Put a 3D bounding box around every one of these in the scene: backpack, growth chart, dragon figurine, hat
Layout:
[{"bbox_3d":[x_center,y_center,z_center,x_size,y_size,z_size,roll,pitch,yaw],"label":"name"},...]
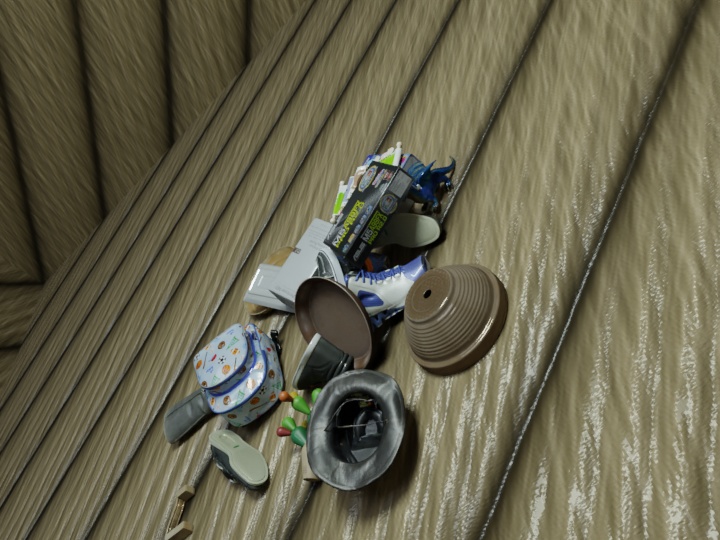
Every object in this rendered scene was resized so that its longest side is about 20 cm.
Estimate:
[{"bbox_3d":[-0.256,0.225,1.392,0.199,0.154,0.191,-41,48,7],"label":"backpack"},{"bbox_3d":[0.014,-0.196,1.438,0.198,0.018,0.147,-28,40,35],"label":"growth chart"},{"bbox_3d":[0.134,-0.190,1.329,0.058,0.100,0.201,8,56,55],"label":"dragon figurine"},{"bbox_3d":[0.002,0.268,1.067,0.197,0.081,0.203,-15,50,19],"label":"hat"}]

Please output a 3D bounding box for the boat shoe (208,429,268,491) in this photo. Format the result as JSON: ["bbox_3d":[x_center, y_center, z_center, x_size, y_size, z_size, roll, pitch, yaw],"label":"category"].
[{"bbox_3d":[-0.243,0.391,1.306,0.199,0.071,0.069,21,111,50],"label":"boat shoe"}]

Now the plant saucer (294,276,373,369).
[{"bbox_3d":[-0.046,0.099,1.236,0.198,0.203,0.034,-11,15,47],"label":"plant saucer"}]

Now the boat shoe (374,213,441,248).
[{"bbox_3d":[0.084,-0.089,1.324,0.198,0.073,0.067,-2,24,42],"label":"boat shoe"}]

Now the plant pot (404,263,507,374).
[{"bbox_3d":[0.139,0.063,1.092,0.199,0.092,0.203,-32,38,29],"label":"plant pot"}]

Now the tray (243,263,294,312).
[{"bbox_3d":[-0.196,0.037,1.557,0.197,0.022,0.109,9,65,35],"label":"tray"}]

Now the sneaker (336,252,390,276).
[{"bbox_3d":[0.000,0.000,1.363,0.199,0.077,0.077,179,82,-66],"label":"sneaker"}]

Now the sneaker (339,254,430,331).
[{"bbox_3d":[0.031,0.030,1.225,0.199,0.115,0.081,-40,14,17],"label":"sneaker"}]

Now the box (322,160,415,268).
[{"bbox_3d":[0.012,-0.115,1.281,0.202,0.044,0.160,-58,23,2],"label":"box"}]

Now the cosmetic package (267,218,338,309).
[{"bbox_3d":[-0.110,-0.009,1.472,0.101,0.074,0.202,21,71,40],"label":"cosmetic package"}]

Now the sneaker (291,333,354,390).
[{"bbox_3d":[-0.069,0.201,1.242,0.071,0.098,0.201,-56,-6,-34],"label":"sneaker"}]

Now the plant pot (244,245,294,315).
[{"bbox_3d":[-0.221,0.029,1.649,0.199,0.027,0.202,-34,36,28],"label":"plant pot"}]

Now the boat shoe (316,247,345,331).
[{"bbox_3d":[-0.071,0.040,1.351,0.074,0.067,0.202,113,146,-56],"label":"boat shoe"}]

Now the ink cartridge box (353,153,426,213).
[{"bbox_3d":[0.046,-0.189,1.477,0.199,0.076,0.138,10,67,57],"label":"ink cartridge box"}]

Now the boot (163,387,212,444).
[{"bbox_3d":[-0.394,0.302,1.578,0.199,0.072,0.184,-41,31,30],"label":"boot"}]

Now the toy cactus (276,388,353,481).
[{"bbox_3d":[-0.084,0.290,1.172,0.197,0.102,0.168,-16,55,31],"label":"toy cactus"}]

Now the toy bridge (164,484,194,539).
[{"bbox_3d":[-0.377,0.544,1.345,0.067,0.027,0.201,-41,33,20],"label":"toy bridge"}]
